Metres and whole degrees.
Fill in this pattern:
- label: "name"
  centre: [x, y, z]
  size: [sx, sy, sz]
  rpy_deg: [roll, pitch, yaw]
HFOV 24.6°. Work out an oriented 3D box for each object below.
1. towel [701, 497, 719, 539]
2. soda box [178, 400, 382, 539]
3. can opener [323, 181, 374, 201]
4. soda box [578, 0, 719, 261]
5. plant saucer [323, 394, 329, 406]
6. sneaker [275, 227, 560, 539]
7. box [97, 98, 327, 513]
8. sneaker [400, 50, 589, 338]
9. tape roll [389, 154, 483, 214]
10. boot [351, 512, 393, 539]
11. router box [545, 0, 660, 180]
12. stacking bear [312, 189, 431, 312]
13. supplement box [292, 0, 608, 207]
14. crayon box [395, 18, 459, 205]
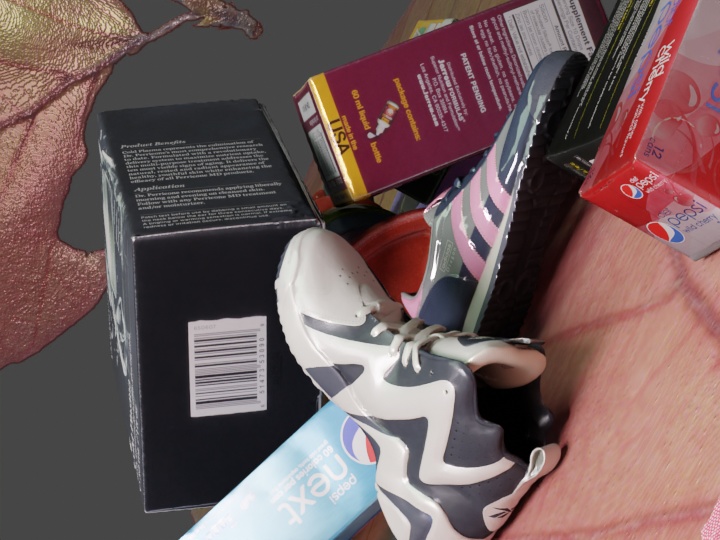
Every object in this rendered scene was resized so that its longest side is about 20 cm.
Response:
- label: "towel"
  centre: [0.174, 0.044, 0.479]
  size: [0.147, 0.030, 0.200]
  rpy_deg: [-63, 10, 2]
- label: "soda box"
  centre: [-0.014, 0.123, 0.992]
  size: [0.200, 0.064, 0.068]
  rpy_deg: [-42, -13, 4]
- label: "can opener"
  centre: [-0.009, 0.019, 1.332]
  size: [0.053, 0.066, 0.202]
  rpy_deg: [-38, -55, -72]
- label: "soda box"
  centre: [0.178, -0.111, 0.788]
  size: [0.201, 0.070, 0.063]
  rpy_deg: [-66, 10, -20]
- label: "plant saucer"
  centre: [-0.040, 0.075, 1.327]
  size: [0.200, 0.032, 0.203]
  rpy_deg: [175, 90, -68]
- label: "sneaker"
  centre: [0.040, 0.042, 0.883]
  size: [0.129, 0.079, 0.201]
  rpy_deg: [-40, 64, 38]
- label: "box"
  centre: [-0.102, 0.018, 1.094]
  size: [0.197, 0.123, 0.202]
  rpy_deg: [-116, 24, -60]
- label: "sneaker"
  centre: [0.078, -0.047, 1.017]
  size: [0.070, 0.082, 0.202]
  rpy_deg: [3, -70, -54]
- label: "tape roll"
  centre: [0.088, -0.084, 1.289]
  size: [0.201, 0.065, 0.200]
  rpy_deg: [-61, 7, 14]
- label: "boot"
  centre: [-0.033, 0.192, 1.116]
  size: [0.200, 0.072, 0.157]
  rpy_deg: [-41, 25, 56]
- label: "router box"
  centre: [0.185, -0.147, 0.918]
  size: [0.201, 0.051, 0.149]
  rpy_deg: [-64, 10, -8]
- label: "stacking bear"
  centre: [0.000, 0.000, 1.165]
  size: [0.200, 0.113, 0.123]
  rpy_deg: [-127, 20, -69]
- label: "supplement box"
  centre: [0.064, -0.118, 1.098]
  size: [0.198, 0.086, 0.110]
  rpy_deg: [-22, 4, -7]
- label: "crayon box"
  centre: [0.049, -0.126, 1.265]
  size: [0.127, 0.051, 0.200]
  rpy_deg: [-62, 9, 5]
